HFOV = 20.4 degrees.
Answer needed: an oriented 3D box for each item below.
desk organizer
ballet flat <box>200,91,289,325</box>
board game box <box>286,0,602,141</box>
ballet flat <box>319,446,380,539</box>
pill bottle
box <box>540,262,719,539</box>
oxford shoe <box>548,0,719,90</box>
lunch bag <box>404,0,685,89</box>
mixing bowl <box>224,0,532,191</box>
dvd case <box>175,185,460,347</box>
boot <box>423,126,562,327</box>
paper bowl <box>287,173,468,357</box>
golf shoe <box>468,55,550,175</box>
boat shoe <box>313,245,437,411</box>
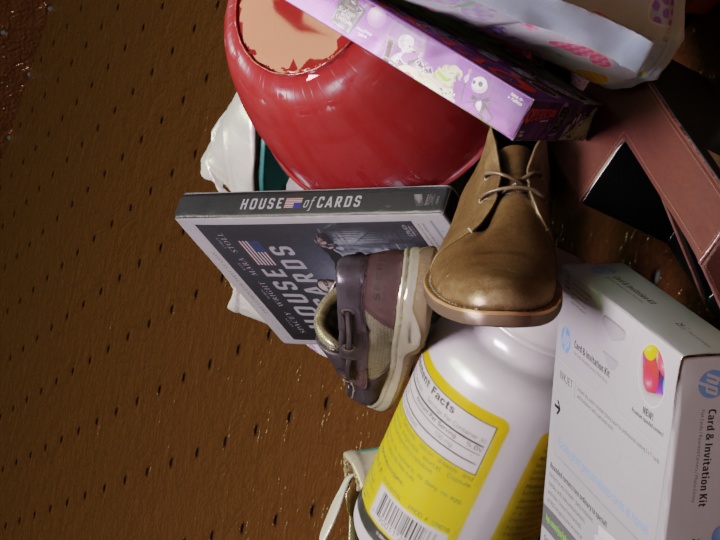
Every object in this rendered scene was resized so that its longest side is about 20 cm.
[{"bbox_3d":[0.169,-0.039,1.048,0.077,0.072,0.200,-57,26,22],"label":"desk organizer"},{"bbox_3d":[-0.077,-0.050,1.361,0.069,0.069,0.201,-116,19,-61],"label":"ballet flat"},{"bbox_3d":[0.025,-0.128,1.065,0.032,0.200,0.120,-63,-19,19],"label":"board game box"},{"bbox_3d":[-0.003,0.219,1.393,0.069,0.069,0.201,159,121,-67],"label":"ballet flat"},{"bbox_3d":[0.079,0.088,1.180,0.111,0.111,0.200,-109,37,-56],"label":"pill bottle"},{"bbox_3d":[0.140,0.113,1.035,0.156,0.041,0.201,-135,44,-67],"label":"box"},{"bbox_3d":[0.152,-0.162,1.187,0.200,0.072,0.071,130,147,-52],"label":"oxford shoe"},{"bbox_3d":[0.077,-0.189,1.068,0.127,0.169,0.200,-58,29,26],"label":"lunch bag"},{"bbox_3d":[-0.008,-0.145,1.208,0.200,0.108,0.201,-9,73,30],"label":"mixing bowl"},{"bbox_3d":[0.000,0.000,1.268,0.199,0.150,0.025,-1,55,33],"label":"dvd case"},{"bbox_3d":[0.074,-0.026,1.071,0.200,0.073,0.076,-77,-8,-69],"label":"boot"},{"bbox_3d":[0.004,-0.043,1.412,0.201,0.104,0.201,33,132,47],"label":"paper bowl"},{"bbox_3d":[0.094,-0.135,1.335,0.088,0.077,0.200,-52,31,38],"label":"golf shoe"},{"bbox_3d":[0.005,0.031,1.198,0.200,0.065,0.072,109,174,-72],"label":"boat shoe"}]
